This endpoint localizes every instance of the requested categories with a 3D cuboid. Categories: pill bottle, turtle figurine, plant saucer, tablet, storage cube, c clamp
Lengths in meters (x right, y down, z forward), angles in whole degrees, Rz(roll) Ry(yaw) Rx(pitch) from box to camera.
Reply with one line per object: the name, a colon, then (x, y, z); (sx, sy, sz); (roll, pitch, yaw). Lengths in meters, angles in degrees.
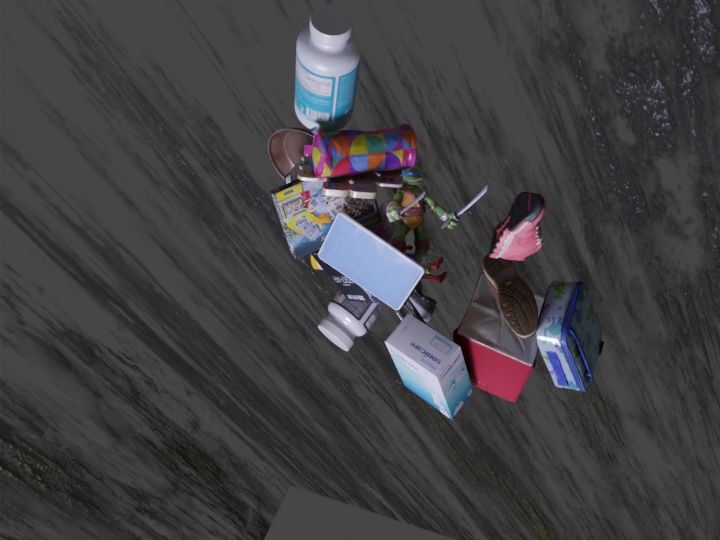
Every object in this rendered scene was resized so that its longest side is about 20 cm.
pill bottle: (-0.055, -0.339, 1.131); (0.109, 0.112, 0.202); (26, 150, 7)
turtle figurine: (0.114, -0.083, 1.279); (0.196, 0.142, 0.200); (20, 116, 33)
plant saucer: (-0.103, -0.228, 1.414); (0.196, 0.037, 0.203); (22, 149, 14)
pill bottle: (-0.008, 0.081, 1.600); (0.115, 0.202, 0.117); (35, 166, 10)
tablet: (0.018, -0.016, 1.297); (0.197, 0.014, 0.131); (34, 133, 2)
storage cube: (0.299, 0.146, 1.465); (0.196, 0.173, 0.182); (23, 149, 13)
c clamp: (0.120, 0.117, 1.501); (0.172, 0.027, 0.200); (53, 170, -8)

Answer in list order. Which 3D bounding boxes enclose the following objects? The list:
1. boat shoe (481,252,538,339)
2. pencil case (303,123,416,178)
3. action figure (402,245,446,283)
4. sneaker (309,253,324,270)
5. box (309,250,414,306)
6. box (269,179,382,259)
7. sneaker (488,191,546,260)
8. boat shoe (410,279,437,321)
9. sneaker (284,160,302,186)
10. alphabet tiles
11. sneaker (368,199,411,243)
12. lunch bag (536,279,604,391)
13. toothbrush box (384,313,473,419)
boat shoe: (0.303, 0.053, 1.339); (0.070, 0.203, 0.068); (-23, 142, 6)
pencil case: (0.003, -0.213, 1.193); (0.194, 0.091, 0.089); (-6, 157, -19)
action figure: (0.105, -0.022, 1.519); (0.196, 0.052, 0.066); (14, 141, 37)
sneaker: (-0.081, -0.063, 1.613); (0.080, 0.080, 0.201); (15, 156, 17)
box: (0.000, 0.000, 1.433); (0.197, 0.044, 0.161); (3, 138, 51)
box: (-0.066, -0.127, 1.331); (0.038, 0.195, 0.140); (-138, 27, -64)
sneaker: (0.309, -0.078, 1.247); (0.084, 0.076, 0.201); (17, 154, -4)
boat shoe: (0.120, 0.048, 1.569); (0.199, 0.067, 0.069); (41, 172, -38)
sneaker: (-0.084, -0.151, 1.411); (0.198, 0.082, 0.114); (39, 163, -25)
alphabet tiles: (-0.017, -0.184, 1.234); (0.189, 0.202, 0.015); (4, 123, -2)
sneaker: (0.049, -0.076, 1.447); (0.088, 0.081, 0.202); (37, 128, 7)
lunch bag: (0.421, 0.135, 1.348); (0.081, 0.163, 0.202); (4, 140, 38)
toothbrush box: (0.148, 0.205, 1.427); (0.145, 0.086, 0.202); (31, 159, 35)
